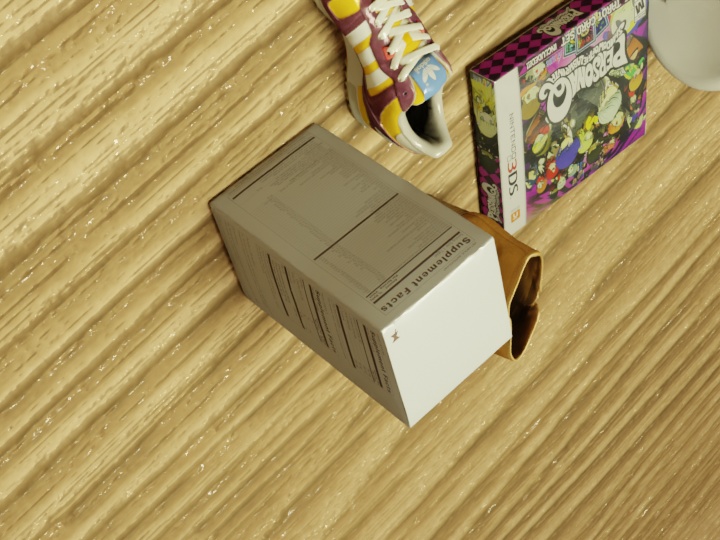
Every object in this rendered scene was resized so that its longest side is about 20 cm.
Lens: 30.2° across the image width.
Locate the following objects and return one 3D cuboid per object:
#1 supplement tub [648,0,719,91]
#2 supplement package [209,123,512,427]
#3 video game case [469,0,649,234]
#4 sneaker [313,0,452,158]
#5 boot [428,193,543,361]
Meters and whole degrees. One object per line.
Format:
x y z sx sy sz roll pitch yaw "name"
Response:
0.370 -0.262 1.235 0.199 0.144 0.146 -26 134 -32 "supplement tub"
0.000 0.000 0.986 0.113 0.200 0.110 -38 139 -19 "supplement package"
0.184 -0.150 1.205 0.199 0.036 0.182 -35 140 -24 "video game case"
0.026 -0.171 0.976 0.075 0.090 0.201 -41 141 -17 "sneaker"
0.082 0.047 1.155 0.070 0.144 0.203 -12 126 -40 "boot"
